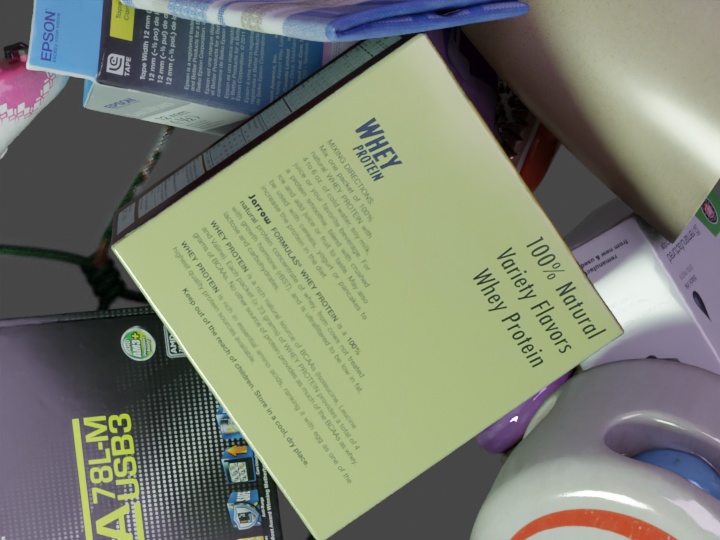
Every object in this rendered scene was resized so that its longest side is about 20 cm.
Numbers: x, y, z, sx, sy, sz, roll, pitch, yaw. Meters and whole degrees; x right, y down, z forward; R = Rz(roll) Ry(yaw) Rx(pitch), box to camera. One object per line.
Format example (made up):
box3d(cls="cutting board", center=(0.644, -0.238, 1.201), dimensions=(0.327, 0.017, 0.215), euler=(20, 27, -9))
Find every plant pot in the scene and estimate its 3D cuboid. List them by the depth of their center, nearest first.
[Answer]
box3d(cls="plant pot", center=(0.144, -0.147, 1.439), dimensions=(0.200, 0.187, 0.188), euler=(33, 71, 4))

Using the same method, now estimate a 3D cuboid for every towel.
box3d(cls="towel", center=(-0.022, -0.152, 1.387), dimensions=(0.146, 0.200, 0.024), euler=(-13, 109, -37))

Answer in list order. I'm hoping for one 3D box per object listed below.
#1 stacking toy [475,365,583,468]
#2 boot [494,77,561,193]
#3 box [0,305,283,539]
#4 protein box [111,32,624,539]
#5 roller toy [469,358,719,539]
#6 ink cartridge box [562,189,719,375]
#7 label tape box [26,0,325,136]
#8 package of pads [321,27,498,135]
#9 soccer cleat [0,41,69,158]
box3d(cls="stacking toy", center=(0.047, 0.034, 1.531), dimensions=(0.200, 0.085, 0.085), euler=(39, 71, -4))
box3d(cls="boot", center=(0.143, -0.113, 1.591), dimensions=(0.107, 0.075, 0.201), euler=(34, 73, -21))
box3d(cls="box", center=(-0.145, 0.122, 1.458), dimensions=(0.192, 0.047, 0.201), euler=(-3, 83, -24))
box3d(cls="protein box", center=(0.000, 0.000, 1.400), dimensions=(0.200, 0.135, 0.199), euler=(-35, 101, 1))
box3d(cls="roller toy", center=(0.155, 0.156, 1.422), dimensions=(0.183, 0.199, 0.140), euler=(60, 36, -19))
box3d(cls="ink cartridge box", center=(0.202, 0.050, 1.542), dimensions=(0.200, 0.083, 0.147), euler=(59, 27, -4))
box3d(cls="label tape box", center=(-0.113, -0.162, 1.479), dimensions=(0.199, 0.066, 0.144), euler=(9, 79, -34))
box3d(cls="package of pads", center=(0.035, -0.176, 1.534), dimensions=(0.120, 0.075, 0.201), euler=(19, 72, -58))
box3d(cls="soccer cleat", center=(-0.242, -0.058, 1.448), dimensions=(0.200, 0.070, 0.087), euler=(-31, 106, -18))
